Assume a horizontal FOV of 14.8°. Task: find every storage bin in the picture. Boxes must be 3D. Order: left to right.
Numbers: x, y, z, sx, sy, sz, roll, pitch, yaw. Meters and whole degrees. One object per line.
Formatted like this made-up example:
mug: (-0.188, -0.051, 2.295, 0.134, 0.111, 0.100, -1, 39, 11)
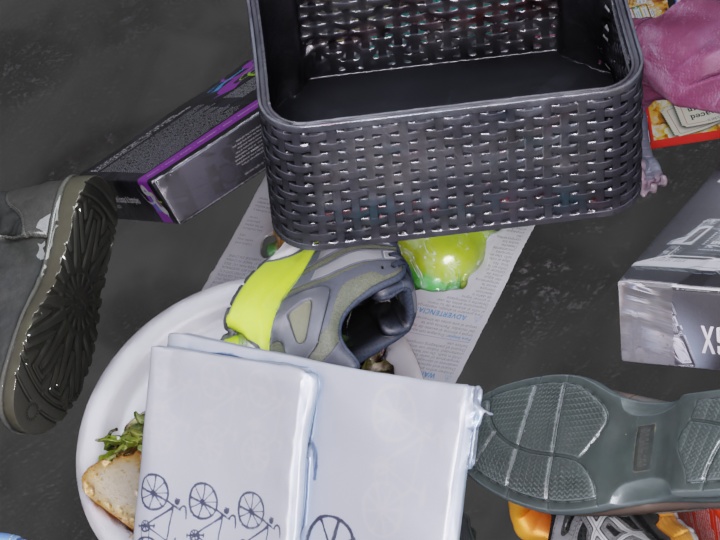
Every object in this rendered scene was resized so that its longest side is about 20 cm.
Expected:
storage bin: (0.044, -0.097, 1.473, 0.199, 0.094, 0.136, -7, 46, -1)

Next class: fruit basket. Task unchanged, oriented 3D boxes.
fruit basket: (0.005, -0.001, 1.607, 0.185, 0.094, 0.200, 9, 60, 28)

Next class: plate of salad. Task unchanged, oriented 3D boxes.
plate of salad: (-0.062, 0.084, 1.504, 0.199, 0.048, 0.201, -8, 57, 12)

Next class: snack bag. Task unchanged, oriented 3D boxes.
snack bag: (-0.033, 0.137, 1.373, 0.199, 0.189, 0.021, 9, 3, 34)

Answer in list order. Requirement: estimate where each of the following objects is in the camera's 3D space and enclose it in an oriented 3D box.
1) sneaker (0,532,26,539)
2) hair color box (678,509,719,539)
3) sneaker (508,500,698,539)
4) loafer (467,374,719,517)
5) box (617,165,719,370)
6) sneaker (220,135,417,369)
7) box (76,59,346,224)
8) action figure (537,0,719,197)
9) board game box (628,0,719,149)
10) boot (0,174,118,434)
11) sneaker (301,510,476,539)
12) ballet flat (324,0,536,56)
sneaker: (-0.206, 0.175, 1.460, 0.082, 0.074, 0.200, -37, 51, -28)
hair color box: (0.237, 0.140, 1.358, 0.101, 0.061, 0.200, -22, 39, -11)
sneaker: (0.131, 0.155, 1.370, 0.077, 0.079, 0.200, -18, 28, -4)
loafer: (0.138, 0.094, 1.349, 0.200, 0.063, 0.072, 0, 65, 42)
box: (0.243, -0.002, 1.490, 0.157, 0.050, 0.200, 5, 23, 24)
sneaker: (0.000, 0.000, 1.494, 0.081, 0.074, 0.200, 13, 50, 21)
box: (-0.086, -0.080, 1.675, 0.143, 0.036, 0.200, -35, 14, -14)
action figure: (0.157, -0.125, 1.591, 0.199, 0.134, 0.150, 3, 82, 25)
board game box: (0.246, -0.149, 1.717, 0.199, 0.046, 0.152, -9, 39, 8)
boot: (-0.252, 0.018, 1.662, 0.199, 0.073, 0.182, -1, 55, 24)
sneaker: (0.010, 0.144, 1.421, 0.084, 0.075, 0.200, -27, 57, -32)
ballet flat: (0.038, -0.157, 1.791, 0.200, 0.071, 0.071, -37, 43, -27)
